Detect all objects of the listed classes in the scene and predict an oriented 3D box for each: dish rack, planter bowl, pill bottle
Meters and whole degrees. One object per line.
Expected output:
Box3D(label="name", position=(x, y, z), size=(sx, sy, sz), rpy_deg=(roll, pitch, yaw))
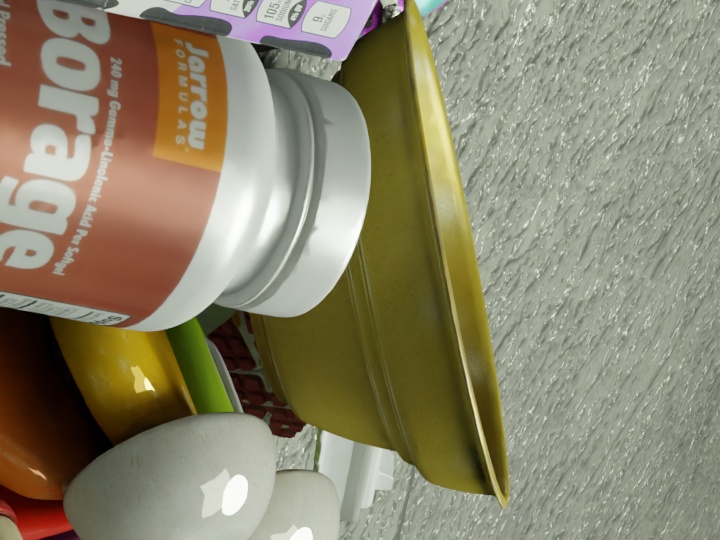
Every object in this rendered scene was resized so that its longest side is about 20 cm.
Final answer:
Box3D(label="dish rack", position=(0.006, 0.024, 1.055), size=(0.200, 0.043, 0.173), rpy_deg=(101, -4, -68))
Box3D(label="planter bowl", position=(0.000, 0.000, 0.884), size=(0.200, 0.083, 0.202), rpy_deg=(-11, 90, -83))
Box3D(label="pill bottle", position=(-0.101, -0.042, 0.744), size=(0.199, 0.112, 0.113), rpy_deg=(11, 107, -32))

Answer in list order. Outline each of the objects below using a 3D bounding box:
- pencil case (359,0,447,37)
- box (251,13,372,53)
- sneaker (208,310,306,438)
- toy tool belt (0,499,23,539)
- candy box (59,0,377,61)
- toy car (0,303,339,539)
Box3D(label="pencil case", position=(-0.006, -0.179, 0.924), size=(0.084, 0.093, 0.200), rpy_deg=(-17, 149, 4))
Box3D(label="box", position=(-0.070, -0.159, 0.773), size=(0.157, 0.050, 0.201), rpy_deg=(-15, 136, -18))
Box3D(label="sneaker", position=(-0.040, 0.001, 1.057), size=(0.201, 0.077, 0.082), rpy_deg=(98, 19, -46))
Box3D(label="toy tool belt", position=(-0.187, 0.182, 0.807), size=(0.199, 0.123, 0.125), rpy_deg=(-32, 154, -1))
Box3D(label="candy box", position=(-0.062, -0.165, 0.680), size=(0.199, 0.072, 0.168), rpy_deg=(8, 125, -34))
Box3D(label="toy car", position=(-0.109, 0.060, 0.912), size=(0.149, 0.176, 0.200), rpy_deg=(-27, 155, 6))
